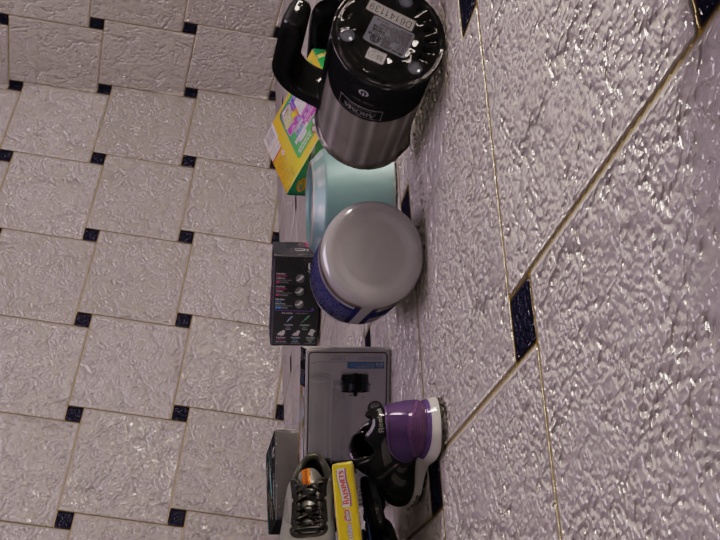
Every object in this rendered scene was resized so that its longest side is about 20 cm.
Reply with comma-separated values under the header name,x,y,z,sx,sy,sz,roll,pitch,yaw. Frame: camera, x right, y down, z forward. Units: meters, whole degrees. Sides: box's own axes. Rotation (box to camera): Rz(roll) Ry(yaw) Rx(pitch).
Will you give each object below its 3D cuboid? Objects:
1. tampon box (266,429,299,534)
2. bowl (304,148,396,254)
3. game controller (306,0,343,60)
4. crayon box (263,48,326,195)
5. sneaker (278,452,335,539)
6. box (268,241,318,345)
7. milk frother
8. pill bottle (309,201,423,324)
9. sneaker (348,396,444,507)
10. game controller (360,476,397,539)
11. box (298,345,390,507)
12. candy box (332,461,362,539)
name,x,y,z,sx,sy,sz,roll,pitch,yaw
tampon box,-0.095,0.371,1.733,0.200,0.124,0.152,113,156,-67
bowl,-0.019,-0.088,1.334,0.201,0.103,0.205,-179,90,-81
game controller,-0.058,-0.366,1.702,0.042,0.104,0.203,29,130,31
crayon box,-0.073,-0.228,1.552,0.201,0.058,0.120,-54,50,40
sneaker,-0.062,0.281,1.147,0.200,0.073,0.081,-94,1,-73
box,-0.143,0.050,2.155,0.122,0.104,0.204,-115,27,-73
milk frother,0.020,-0.250,1.081,0.200,0.180,0.188,-46,-6,-20
pill bottle,0.000,0.000,1.154,0.200,0.114,0.118,128,142,-75
sneaker,0.027,0.188,1.043,0.201,0.086,0.077,102,166,-54
game controller,0.024,0.318,1.110,0.200,0.041,0.106,-112,5,-68
box,-0.021,0.201,1.290,0.060,0.114,0.204,-179,91,-79
candy box,-0.013,0.265,1.059,0.200,0.026,0.104,93,169,-74
